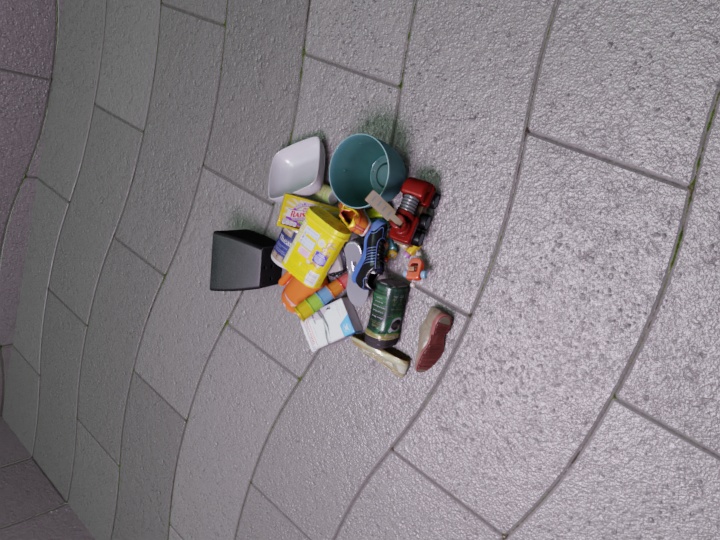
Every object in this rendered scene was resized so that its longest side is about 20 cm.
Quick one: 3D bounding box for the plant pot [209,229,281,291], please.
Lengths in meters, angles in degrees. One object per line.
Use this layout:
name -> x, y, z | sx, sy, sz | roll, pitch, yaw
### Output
plant pot -> -0.374, -0.027, 1.818 | 0.176, 0.200, 0.201 | 9, 99, 23

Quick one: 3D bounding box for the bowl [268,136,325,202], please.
bowl -> -0.192, -0.308, 1.697 | 0.199, 0.075, 0.201 | -14, 60, 27

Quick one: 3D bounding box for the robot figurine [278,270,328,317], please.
robot figurine -> -0.179, 0.063, 1.730 | 0.200, 0.143, 0.117 | -52, 46, 27

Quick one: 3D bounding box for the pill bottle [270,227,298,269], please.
pill bottle -> -0.205, -0.109, 1.734 | 0.111, 0.111, 0.201 | 38, 114, 26

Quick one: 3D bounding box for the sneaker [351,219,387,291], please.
sneaker -> 0.044, -0.039, 1.512 | 0.078, 0.070, 0.201 | 29, 105, 36

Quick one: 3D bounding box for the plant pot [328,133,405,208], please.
plant pot -> 0.037, -0.276, 1.525 | 0.199, 0.161, 0.202 | 3, 96, 35

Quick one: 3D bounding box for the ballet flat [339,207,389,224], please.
ballet flat -> 0.013, -0.163, 1.614 | 0.199, 0.067, 0.068 | -5, 69, 42

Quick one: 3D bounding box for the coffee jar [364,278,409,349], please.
coffee jar -> 0.075, 0.128, 1.569 | 0.085, 0.104, 0.202 | 19, 104, 35

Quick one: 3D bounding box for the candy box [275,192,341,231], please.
candy box -> -0.152, -0.164, 1.653 | 0.026, 0.199, 0.103 | -144, 69, -66

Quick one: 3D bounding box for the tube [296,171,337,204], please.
tube -> -0.156, -0.264, 1.728 | 0.199, 0.058, 0.052 | 27, 144, 35

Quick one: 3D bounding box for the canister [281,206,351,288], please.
canister -> -0.134, -0.067, 1.588 | 0.148, 0.086, 0.201 | 38, 112, 19

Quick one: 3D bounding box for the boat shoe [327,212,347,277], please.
boat shoe -> -0.081, -0.082, 1.659 | 0.074, 0.093, 0.202 | -10, 90, 28

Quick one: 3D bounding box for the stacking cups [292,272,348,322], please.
stacking cups -> -0.114, 0.074, 1.657 | 0.200, 0.061, 0.061 | -39, 67, -13

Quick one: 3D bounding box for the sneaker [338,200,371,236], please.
sneaker -> -0.028, -0.170, 1.544 | 0.073, 0.077, 0.200 | -56, 29, 13

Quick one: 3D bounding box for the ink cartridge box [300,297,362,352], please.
ink cartridge box -> -0.108, 0.177, 1.696 | 0.199, 0.067, 0.117 | -27, 81, 21

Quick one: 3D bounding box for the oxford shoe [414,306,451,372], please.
oxford shoe -> 0.196, 0.196, 1.527 | 0.075, 0.070, 0.201 | 48, 123, 52

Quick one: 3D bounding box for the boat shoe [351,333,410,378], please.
boat shoe -> 0.054, 0.253, 1.616 | 0.200, 0.073, 0.064 | 23, 106, 22

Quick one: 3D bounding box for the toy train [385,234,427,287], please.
toy train -> 0.104, -0.038, 1.533 | 0.199, 0.056, 0.151 | 8, 73, 35

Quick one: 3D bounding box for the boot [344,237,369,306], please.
boot -> 0.000, 0.000, 1.619 | 0.073, 0.096, 0.202 | 1, 103, 18

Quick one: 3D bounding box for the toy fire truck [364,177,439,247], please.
toy fire truck -> 0.111, -0.176, 1.431 | 0.128, 0.200, 0.177 | 22, 85, 22
